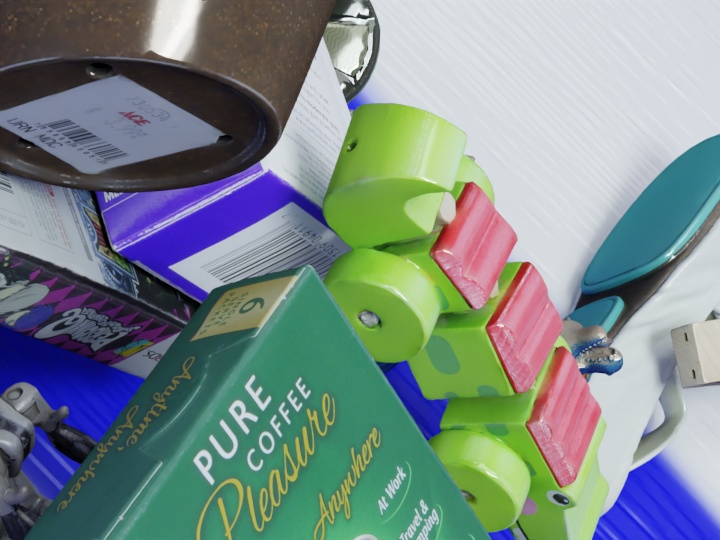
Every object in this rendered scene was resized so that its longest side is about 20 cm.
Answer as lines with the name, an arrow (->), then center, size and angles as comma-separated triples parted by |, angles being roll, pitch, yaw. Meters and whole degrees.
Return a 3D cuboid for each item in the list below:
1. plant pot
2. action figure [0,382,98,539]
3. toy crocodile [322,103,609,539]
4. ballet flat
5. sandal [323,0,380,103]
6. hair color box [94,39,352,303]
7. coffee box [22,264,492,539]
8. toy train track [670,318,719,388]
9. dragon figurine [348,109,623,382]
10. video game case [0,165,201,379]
plant pot -> -0.068, -0.131, 0.745 | 0.187, 0.187, 0.200 | 11, 67, -26
action figure -> -0.123, 0.074, 0.796 | 0.200, 0.102, 0.119 | 6, 34, 19
toy crocodile -> 0.040, 0.024, 0.839 | 0.200, 0.062, 0.068 | 61, 42, -34
ballet flat -> 0.114, 0.025, 1.021 | 0.069, 0.069, 0.200 | 41, 51, -1
sandal -> -0.079, -0.131, 1.004 | 0.201, 0.057, 0.080 | 44, 87, 1
hair color box -> -0.059, -0.085, 0.879 | 0.109, 0.065, 0.200 | 37, 31, -58
coffee box -> -0.005, 0.112, 0.734 | 0.200, 0.044, 0.123 | 56, 44, -24
toy train track -> 0.191, 0.030, 1.036 | 0.200, 0.032, 0.115 | 0, 76, -52
dragon figurine -> 0.000, 0.000, 0.950 | 0.200, 0.100, 0.059 | 17, 45, 32
video game case -> -0.121, -0.070, 0.835 | 0.200, 0.036, 0.181 | 67, 13, 17
